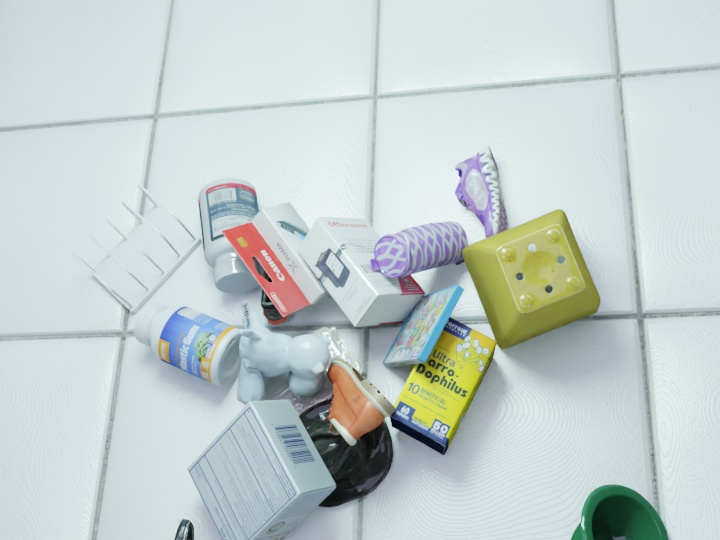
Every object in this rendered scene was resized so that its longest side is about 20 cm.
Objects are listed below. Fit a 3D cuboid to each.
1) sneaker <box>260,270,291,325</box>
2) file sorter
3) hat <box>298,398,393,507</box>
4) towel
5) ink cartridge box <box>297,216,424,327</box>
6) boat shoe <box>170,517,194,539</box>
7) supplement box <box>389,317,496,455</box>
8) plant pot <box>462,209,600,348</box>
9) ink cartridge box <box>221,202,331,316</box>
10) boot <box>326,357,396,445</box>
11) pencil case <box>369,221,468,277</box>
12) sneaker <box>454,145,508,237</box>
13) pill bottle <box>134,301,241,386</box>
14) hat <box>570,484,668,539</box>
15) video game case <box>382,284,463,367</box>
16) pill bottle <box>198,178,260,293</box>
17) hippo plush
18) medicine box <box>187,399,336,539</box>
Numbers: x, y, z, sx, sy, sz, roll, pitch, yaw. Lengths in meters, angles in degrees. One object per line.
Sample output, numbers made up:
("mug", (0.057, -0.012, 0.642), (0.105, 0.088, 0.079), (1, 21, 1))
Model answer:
("sneaker", (-0.148, -0.001, 1.749), (0.076, 0.082, 0.202), (0, 63, 14))
("file sorter", (-0.447, -0.049, 1.817), (0.138, 0.125, 0.200), (37, 79, 23))
("hat", (-0.045, 0.308, 1.583), (0.198, 0.081, 0.203), (-3, 72, 8))
("towel", (-0.100, 0.201, 1.679), (0.199, 0.035, 0.133), (-36, 63, -4))
("ink cartridge box", (0.000, 0.000, 1.673), (0.201, 0.144, 0.085), (52, 120, 27))
("boat shoe", (-0.295, 0.527, 1.560), (0.059, 0.074, 0.203), (-2, 69, 12))
("supplement box", (0.143, 0.197, 1.576), (0.108, 0.110, 0.202), (26, 74, 12))
("plant pot", (0.296, 0.009, 1.554), (0.192, 0.200, 0.198), (-21, 83, 3))
("ink cartridge box", (-0.136, -0.025, 1.690), (0.045, 0.176, 0.201), (-44, 78, 32))
("boot", (-0.027, 0.221, 1.558), (0.107, 0.075, 0.200), (-47, 27, -4))
("pencil case", (0.111, -0.039, 1.647), (0.085, 0.199, 0.085), (-13, 89, 43))
("sneaker", (0.225, -0.136, 1.733), (0.087, 0.081, 0.202), (-14, 60, 14))
("pill bottle", (-0.321, 0.131, 1.716), (0.198, 0.112, 0.113), (20, 72, 20))
("hat", (0.366, 0.452, 1.474), (0.198, 0.176, 0.168), (6, 59, -26))
("video game case", (0.106, 0.100, 1.595), (0.018, 0.200, 0.144), (32, 75, -9))
("pill bottle", (-0.249, -0.065, 1.781), (0.118, 0.120, 0.202), (-14, 65, 6))
("hippo plush", (-0.133, 0.139, 1.619), (0.158, 0.202, 0.160), (4, 36, -4))
("medicine box", (-0.170, 0.351, 1.548), (0.200, 0.102, 0.183), (-47, 61, 25))
